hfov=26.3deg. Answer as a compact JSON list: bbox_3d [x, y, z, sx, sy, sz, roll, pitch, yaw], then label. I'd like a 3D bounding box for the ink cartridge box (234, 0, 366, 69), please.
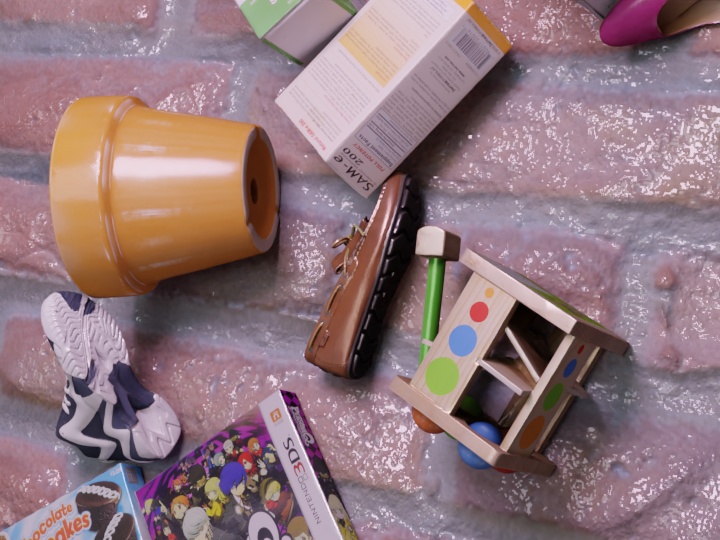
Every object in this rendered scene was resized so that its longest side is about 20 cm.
[{"bbox_3d":[-0.079,-0.299,1.531,0.084,0.146,0.201,-39,63,16],"label":"ink cartridge box"}]

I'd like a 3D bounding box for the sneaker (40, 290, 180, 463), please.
[{"bbox_3d":[-0.283,0.119,1.562,0.129,0.200,0.080,-21,27,37],"label":"sneaker"}]

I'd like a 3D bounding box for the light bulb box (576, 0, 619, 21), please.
[{"bbox_3d":[0.165,-0.340,1.366,0.125,0.198,0.200,-51,58,13],"label":"light bulb box"}]

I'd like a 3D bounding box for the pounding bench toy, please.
[{"bbox_3d":[0.099,0.071,1.355,0.199,0.124,0.157,35,98,32],"label":"pounding bench toy"}]

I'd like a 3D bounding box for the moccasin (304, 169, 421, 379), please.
[{"bbox_3d":[0.001,0.000,1.464,0.077,0.074,0.203,22,98,25],"label":"moccasin"}]

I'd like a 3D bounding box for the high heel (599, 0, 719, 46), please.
[{"bbox_3d":[0.306,-0.223,1.329,0.199,0.067,0.097,-27,56,19],"label":"high heel"}]

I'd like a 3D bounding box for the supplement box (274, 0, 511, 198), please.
[{"bbox_3d":[0.029,-0.184,1.454,0.200,0.073,0.126,-45,41,7],"label":"supplement box"}]

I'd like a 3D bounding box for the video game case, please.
[{"bbox_3d":[-0.111,0.244,1.491,0.199,0.036,0.182,-35,62,20],"label":"video game case"}]

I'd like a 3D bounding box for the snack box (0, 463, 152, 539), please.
[{"bbox_3d":[-0.296,0.294,1.588,0.199,0.037,0.117,-31,65,21],"label":"snack box"}]

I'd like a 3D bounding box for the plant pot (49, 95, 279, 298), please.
[{"bbox_3d":[-0.183,-0.077,1.528,0.181,0.200,0.202,-3,77,14],"label":"plant pot"}]
